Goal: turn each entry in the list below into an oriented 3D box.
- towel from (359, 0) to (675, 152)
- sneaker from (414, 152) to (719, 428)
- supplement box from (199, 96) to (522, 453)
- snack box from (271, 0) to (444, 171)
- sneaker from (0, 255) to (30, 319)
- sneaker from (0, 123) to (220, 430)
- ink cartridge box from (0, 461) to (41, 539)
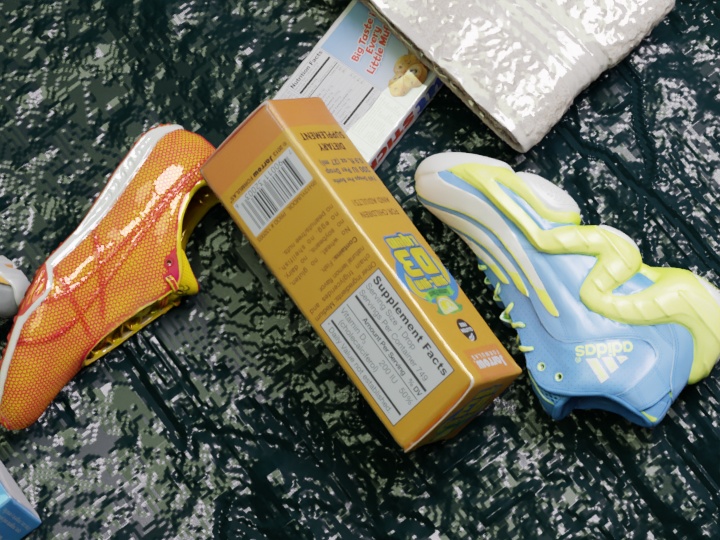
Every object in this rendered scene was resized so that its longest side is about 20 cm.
[{"bbox_3d":[0.071,-0.178,1.279,0.132,0.035,0.200,-43,75,-8],"label":"towel"},{"bbox_3d":[0.101,0.016,1.216,0.199,0.076,0.105,28,78,14],"label":"sneaker"},{"bbox_3d":[0.000,0.000,1.220,0.069,0.066,0.201,-41,75,26],"label":"supplement box"},{"bbox_3d":[0.023,-0.135,1.302,0.072,0.024,0.200,35,79,17],"label":"snack box"},{"bbox_3d":[-0.284,0.011,1.274,0.199,0.078,0.078,7,86,13],"label":"sneaker"},{"bbox_3d":[-0.138,0.009,1.253,0.077,0.073,0.201,34,82,6],"label":"sneaker"},{"bbox_3d":[-0.294,0.149,1.226,0.200,0.068,0.115,-37,71,-5],"label":"ink cartridge box"}]
